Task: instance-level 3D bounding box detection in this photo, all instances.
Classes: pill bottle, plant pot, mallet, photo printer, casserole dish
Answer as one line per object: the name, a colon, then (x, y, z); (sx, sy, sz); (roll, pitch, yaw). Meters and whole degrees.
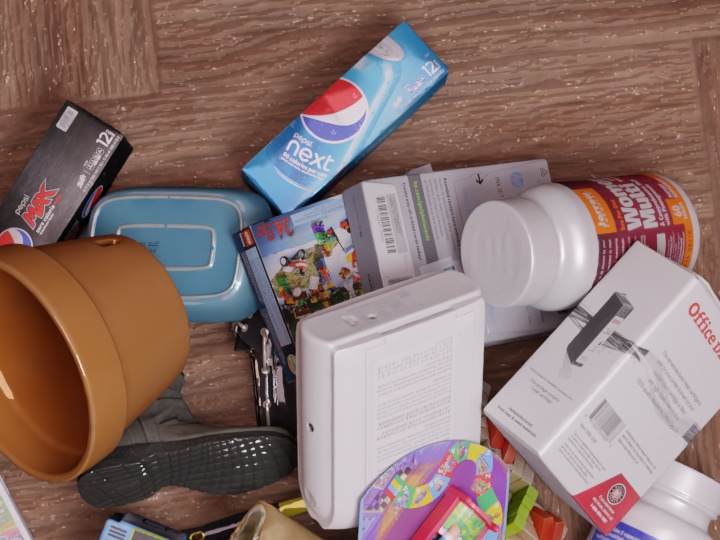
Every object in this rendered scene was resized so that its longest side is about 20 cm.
pill bottle: (0.190, -0.023, 1.705); (0.199, 0.109, 0.111); (-7, 82, -38)
pill bottle: (0.243, 0.265, 1.716); (0.111, 0.112, 0.201); (26, 84, 1)
plant pot: (-0.236, 0.058, 1.654); (0.140, 0.200, 0.201); (-27, 84, -39)
mallet: (-0.066, 0.201, 1.755); (0.198, 0.041, 0.066); (-10, 85, 1)
photo printer: (0.025, 0.114, 1.631); (0.165, 0.069, 0.201); (-19, 125, -29)
casserole dish: (-0.166, -0.017, 1.740); (0.198, 0.039, 0.122); (1, 80, 21)

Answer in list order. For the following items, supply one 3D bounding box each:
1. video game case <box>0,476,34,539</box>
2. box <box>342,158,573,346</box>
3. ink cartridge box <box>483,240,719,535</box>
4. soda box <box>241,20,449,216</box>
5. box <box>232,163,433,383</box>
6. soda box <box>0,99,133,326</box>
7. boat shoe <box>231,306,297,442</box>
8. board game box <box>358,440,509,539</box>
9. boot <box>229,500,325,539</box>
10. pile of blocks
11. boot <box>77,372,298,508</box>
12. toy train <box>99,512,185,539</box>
video game case: (-0.395, 0.192, 1.753); (0.142, 0.018, 0.201); (-29, 85, -4)
box: (0.091, -0.010, 1.737); (0.199, 0.041, 0.157); (-9, 83, -30)
ink cartridge box: (0.222, 0.098, 1.666); (0.200, 0.144, 0.084); (-46, 43, -6)
soda box: (-0.014, -0.130, 1.776); (0.200, 0.068, 0.064); (-43, 87, -6)
box: (0.000, 0.000, 1.728); (0.199, 0.038, 0.138); (-21, 88, -32)
soda box: (-0.283, -0.047, 1.756); (0.063, 0.071, 0.201); (32, 84, 4)
boat shoe: (-0.083, 0.065, 1.753); (0.060, 0.074, 0.202); (-13, 92, -8)
board game box: (0.071, 0.242, 1.645); (0.157, 0.039, 0.202); (-9, 113, -34)
boot: (-0.013, 0.247, 1.680); (0.199, 0.066, 0.176); (33, 66, -27)
pile of blocks: (0.116, 0.175, 1.730); (0.082, 0.062, 0.201); (-27, 83, -44)
boot: (-0.156, 0.130, 1.720); (0.198, 0.068, 0.131); (-6, 42, -4)
toy train: (-0.151, 0.289, 1.703); (0.199, 0.087, 0.115); (21, 90, 1)
